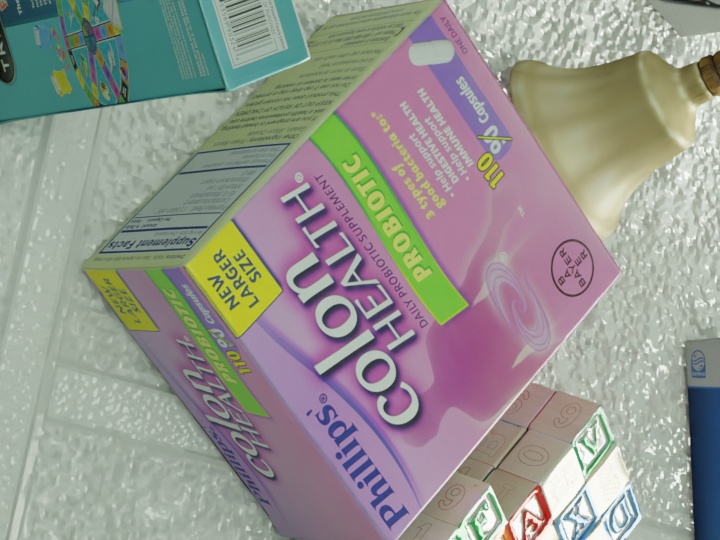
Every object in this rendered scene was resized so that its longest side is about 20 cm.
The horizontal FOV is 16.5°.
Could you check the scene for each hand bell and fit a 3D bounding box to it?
[{"bbox_3d":[0.186,-0.101,1.261,0.104,0.199,0.105,46,30,-36],"label":"hand bell"}]

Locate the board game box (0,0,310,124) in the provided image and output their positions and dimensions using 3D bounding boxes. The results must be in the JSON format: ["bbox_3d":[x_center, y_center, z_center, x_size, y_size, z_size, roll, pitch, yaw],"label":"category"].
[{"bbox_3d":[-0.114,-0.147,1.058,0.047,0.200,0.152,-23,103,-33],"label":"board game box"}]

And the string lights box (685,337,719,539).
[{"bbox_3d":[0.242,0.136,1.396,0.102,0.059,0.201,-3,91,-35],"label":"string lights box"}]

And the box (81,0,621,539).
[{"bbox_3d":[0.000,0.000,1.201,0.200,0.096,0.176,-46,114,-26],"label":"box"}]

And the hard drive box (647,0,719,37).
[{"bbox_3d":[0.206,-0.208,1.291,0.156,0.200,0.077,43,66,-26],"label":"hard drive box"}]

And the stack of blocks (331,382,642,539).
[{"bbox_3d":[0.051,0.147,1.237,0.200,0.058,0.115,-48,135,-27],"label":"stack of blocks"}]
